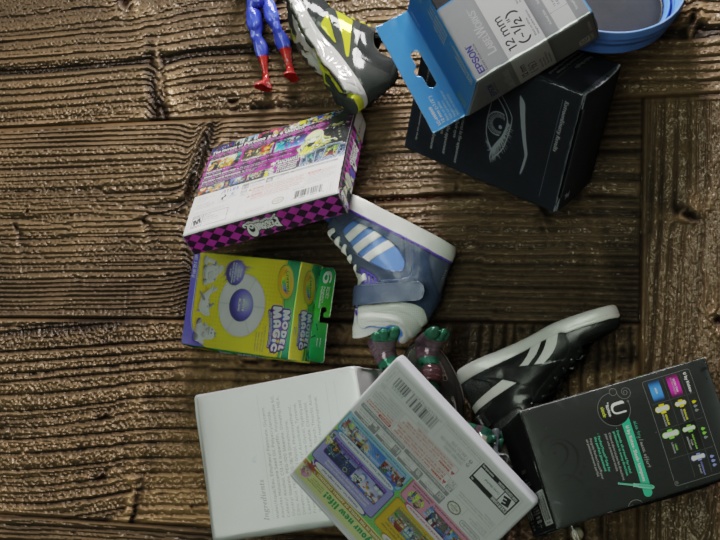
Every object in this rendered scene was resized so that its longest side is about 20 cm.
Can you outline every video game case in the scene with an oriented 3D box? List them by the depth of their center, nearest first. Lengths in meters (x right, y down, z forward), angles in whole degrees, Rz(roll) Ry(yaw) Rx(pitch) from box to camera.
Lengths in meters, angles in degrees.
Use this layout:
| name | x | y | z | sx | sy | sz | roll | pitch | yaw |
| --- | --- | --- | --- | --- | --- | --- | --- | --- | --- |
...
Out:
| name | x | y | z | sx | sy | sz | roll | pitch | yaw |
| --- | --- | --- | --- | --- | --- | --- | --- | --- | --- |
| video game case | 0.051 | 0.219 | 1.443 | 0.200 | 0.022 | 0.182 | 46 | 111 | 9 |
| video game case | -0.098 | -0.107 | 1.657 | 0.198 | 0.036 | 0.182 | -15 | 36 | 19 |

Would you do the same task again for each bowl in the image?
| name | x | y | z | sx | sy | sz | roll | pitch | yaw |
| --- | --- | --- | --- | --- | --- | --- | --- | --- | --- |
| bowl | 0.252 | -0.313 | 1.544 | 0.198 | 0.040 | 0.202 | 5 | 51 | -6 |

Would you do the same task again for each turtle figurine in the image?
| name | x | y | z | sx | sy | sz | roll | pitch | yaw |
| --- | --- | --- | --- | --- | --- | --- | --- | --- | --- |
| turtle figurine | 0.072 | 0.161 | 1.521 | 0.100 | 0.149 | 0.202 | -31 | 63 | 33 |

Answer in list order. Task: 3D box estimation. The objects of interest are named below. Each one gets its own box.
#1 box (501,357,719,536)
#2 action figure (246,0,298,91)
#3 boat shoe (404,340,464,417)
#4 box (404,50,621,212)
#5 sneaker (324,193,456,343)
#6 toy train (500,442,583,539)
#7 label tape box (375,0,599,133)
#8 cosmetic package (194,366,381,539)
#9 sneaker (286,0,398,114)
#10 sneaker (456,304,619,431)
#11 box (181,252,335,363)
| name | x | y | z | sx | sy | sz | roll | pitch | yaw |
| --- | --- | --- | --- | --- | --- | --- | --- | --- | --- |
| box | 0.263 | 0.183 | 1.452 | 0.198 | 0.149 | 0.125 | -16 | 78 | -6 |
| action figure | -0.131 | -0.329 | 1.725 | 0.065 | 0.099 | 0.202 | -16 | 76 | 18 |
| boat shoe | 0.084 | 0.174 | 1.602 | 0.066 | 0.057 | 0.202 | -15 | 79 | 19 |
| box | 0.164 | -0.179 | 1.556 | 0.199 | 0.104 | 0.149 | 26 | 127 | 21 |
| sneaker | 0.000 | 0.000 | 1.641 | 0.199 | 0.081 | 0.148 | 26 | 89 | 16 |
| toy train | 0.177 | 0.293 | 1.554 | 0.149 | 0.056 | 0.202 | 16 | 90 | 21 |
| label tape box | 0.123 | -0.256 | 1.458 | 0.199 | 0.066 | 0.144 | -29 | 70 | 6 |
| cosmetic package | -0.057 | 0.205 | 1.595 | 0.198 | 0.165 | 0.167 | -11 | 81 | 18 |
| sneaker | -0.024 | -0.273 | 1.698 | 0.084 | 0.075 | 0.201 | -25 | 66 | -12 |
| sneaker | 0.212 | 0.123 | 1.557 | 0.199 | 0.073 | 0.113 | -27 | 78 | 25 |
| box | -0.119 | 0.044 | 1.677 | 0.198 | 0.048 | 0.119 | 5 | 86 | 35 |
